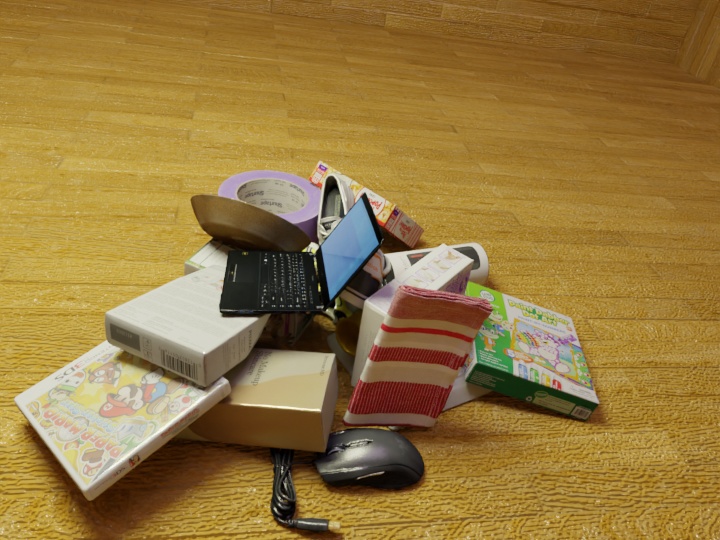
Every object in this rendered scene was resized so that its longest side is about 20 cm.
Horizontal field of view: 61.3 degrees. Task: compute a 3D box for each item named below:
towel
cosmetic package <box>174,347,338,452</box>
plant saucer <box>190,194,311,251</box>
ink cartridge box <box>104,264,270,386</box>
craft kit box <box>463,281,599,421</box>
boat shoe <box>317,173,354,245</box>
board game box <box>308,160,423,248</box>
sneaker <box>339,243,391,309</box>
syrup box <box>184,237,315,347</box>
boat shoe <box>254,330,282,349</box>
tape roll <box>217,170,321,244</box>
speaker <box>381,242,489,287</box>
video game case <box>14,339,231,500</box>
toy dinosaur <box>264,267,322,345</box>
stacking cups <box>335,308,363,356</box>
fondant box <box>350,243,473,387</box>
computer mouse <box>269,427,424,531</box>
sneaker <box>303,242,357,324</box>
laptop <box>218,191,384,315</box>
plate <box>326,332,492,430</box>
[{"bbox_3d":[0.070,0.116,0.757,0.142,0.203,0.023,9,25,-30],"label":"towel"},{"bbox_3d":[-0.131,0.155,0.756,0.195,0.072,0.106,2,34,7],"label":"cosmetic package"},{"bbox_3d":[-0.175,-0.059,0.948,0.196,0.200,0.036,16,77,7],"label":"plant saucer"},{"bbox_3d":[-0.193,0.059,0.776,0.157,0.048,0.199,16,24,24],"label":"ink cartridge box"},{"bbox_3d":[0.252,0.119,0.944,0.196,0.049,0.199,19,31,-8],"label":"craft kit box"},{"bbox_3d":[-0.049,-0.072,1.065,0.072,0.065,0.204,-13,66,18],"label":"boat shoe"},{"bbox_3d":[0.013,-0.127,1.182,0.199,0.047,0.151,35,3,30],"label":"board game box"},{"bbox_3d":[0.000,0.000,0.869,0.077,0.081,0.200,27,2,-9],"label":"sneaker"},{"bbox_3d":[-0.169,0.032,0.943,0.197,0.083,0.079,22,40,14],"label":"syrup box"},{"bbox_3d":[-0.209,0.098,0.845,0.196,0.075,0.070,-2,42,-17],"label":"boat shoe"},{"bbox_3d":[-0.167,-0.104,1.136,0.196,0.086,0.202,8,34,-5],"label":"tape roll"},{"bbox_3d":[0.125,0.001,1.072,0.196,0.082,0.082,-7,38,-25],"label":"speaker"},{"bbox_3d":[-0.278,0.145,0.706,0.198,0.023,0.181,24,47,38],"label":"video game case"},{"bbox_3d":[-0.126,0.053,0.846,0.197,0.059,0.101,-17,41,-18],"label":"toy dinosaur"},{"bbox_3d":[0.046,0.058,0.928,0.060,0.061,0.199,30,39,26],"label":"stacking cups"},{"bbox_3d":[0.074,0.070,0.844,0.058,0.147,0.199,27,39,25],"label":"fondant box"},{"bbox_3d":[-0.013,0.240,0.721,0.196,0.047,0.141,7,33,-6],"label":"computer mouse"},{"bbox_3d":[-0.072,0.016,1.001,0.198,0.077,0.076,32,39,30],"label":"sneaker"},{"bbox_3d":[-0.081,-0.029,0.799,0.195,0.105,0.178,1,25,-8],"label":"laptop"},{"bbox_3d":[0.076,0.130,0.917,0.197,0.033,0.200,-13,42,-29],"label":"plate"}]
